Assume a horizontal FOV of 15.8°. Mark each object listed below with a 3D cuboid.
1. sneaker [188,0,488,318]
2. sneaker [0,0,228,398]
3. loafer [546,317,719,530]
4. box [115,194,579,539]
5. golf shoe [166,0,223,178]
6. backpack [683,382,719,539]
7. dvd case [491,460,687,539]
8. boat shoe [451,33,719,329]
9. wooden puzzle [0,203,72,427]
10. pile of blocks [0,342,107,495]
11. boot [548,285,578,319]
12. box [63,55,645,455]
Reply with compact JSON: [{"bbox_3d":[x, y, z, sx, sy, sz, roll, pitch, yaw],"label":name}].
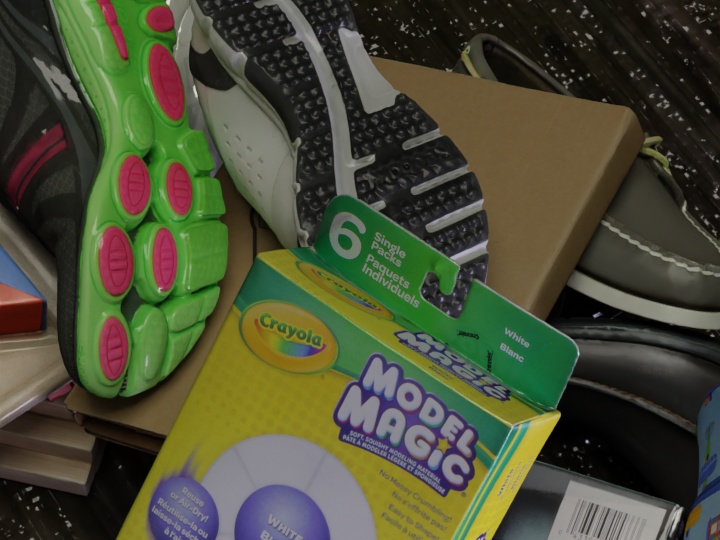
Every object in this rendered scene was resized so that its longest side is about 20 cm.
[{"bbox_3d":[-0.010,-0.039,1.008,0.074,0.080,0.200,-15,60,-20],"label":"sneaker"},{"bbox_3d":[-0.108,-0.039,1.026,0.077,0.084,0.200,16,56,-45],"label":"sneaker"},{"bbox_3d":[0.141,0.071,1.039,0.200,0.073,0.072,16,74,-2],"label":"loafer"},{"bbox_3d":[-0.014,0.083,0.925,0.117,0.048,0.200,33,106,20],"label":"box"},{"bbox_3d":[-0.074,-0.062,1.140,0.091,0.075,0.200,28,62,-3],"label":"golf shoe"},{"bbox_3d":[0.205,0.118,0.934,0.200,0.183,0.135,32,64,-7],"label":"backpack"},{"bbox_3d":[0.022,0.160,0.973,0.146,0.022,0.200,15,73,21],"label":"dvd case"},{"bbox_3d":[0.091,-0.038,1.076,0.072,0.060,0.202,8,20,-36],"label":"boat shoe"},{"bbox_3d":[-0.220,0.004,1.029,0.200,0.046,0.185,-36,73,-19],"label":"wooden puzzle"},{"bbox_3d":[-0.184,0.016,1.084,0.200,0.062,0.082,34,63,19],"label":"pile of blocks"},{"bbox_3d":[0.015,0.048,1.069,0.131,0.068,0.200,22,61,6],"label":"boot"},{"bbox_3d":[0.000,0.000,1.024,0.163,0.021,0.200,14,57,30],"label":"box"}]
